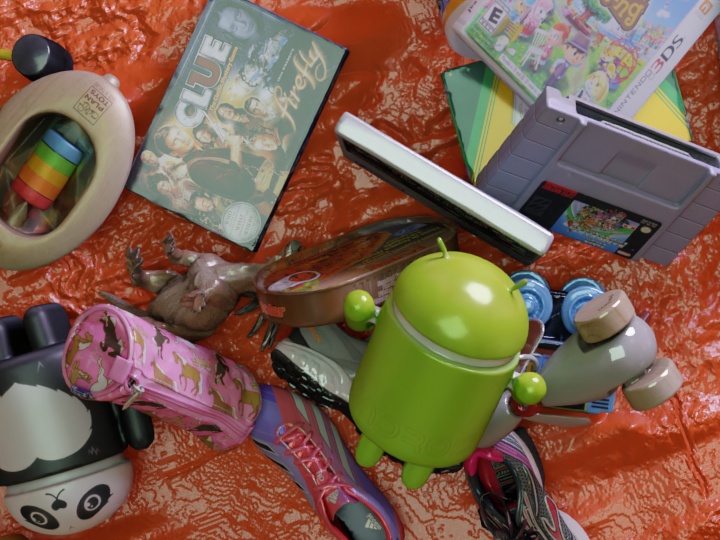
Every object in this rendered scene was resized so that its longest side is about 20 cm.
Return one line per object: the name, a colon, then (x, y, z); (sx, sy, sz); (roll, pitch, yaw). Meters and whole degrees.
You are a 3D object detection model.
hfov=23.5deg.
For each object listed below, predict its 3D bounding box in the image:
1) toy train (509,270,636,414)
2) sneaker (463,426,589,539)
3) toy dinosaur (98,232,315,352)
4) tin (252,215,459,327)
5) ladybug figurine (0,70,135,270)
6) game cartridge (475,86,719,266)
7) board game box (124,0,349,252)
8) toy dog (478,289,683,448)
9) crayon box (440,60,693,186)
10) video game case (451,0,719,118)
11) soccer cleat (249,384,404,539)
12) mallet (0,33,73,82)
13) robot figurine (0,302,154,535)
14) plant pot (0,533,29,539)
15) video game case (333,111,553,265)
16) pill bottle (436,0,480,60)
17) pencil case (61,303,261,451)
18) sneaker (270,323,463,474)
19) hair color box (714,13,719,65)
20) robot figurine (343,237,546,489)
toy train: (0.142, 0.060, 1.523); (0.197, 0.087, 0.116); (7, 97, 4)
sneaker: (0.144, 0.230, 1.522); (0.080, 0.075, 0.201); (-30, 92, 20)
toy dinosaur: (-0.141, 0.032, 1.544); (0.198, 0.135, 0.087); (-19, 61, 32)
tin: (0.000, 0.000, 1.489); (0.199, 0.111, 0.042); (-22, 107, -33)
ladybug figurine: (-0.276, -0.091, 1.552); (0.135, 0.072, 0.200); (40, 96, 1)
game cartridge: (0.211, -0.074, 1.472); (0.198, 0.039, 0.130); (18, 133, -19)
board game box: (-0.112, -0.136, 1.560); (0.134, 0.035, 0.202); (25, 93, 3)
toy dog: (0.176, 0.079, 1.451); (0.198, 0.096, 0.133); (-6, 108, 25)
crayon box: (0.181, -0.142, 1.527); (0.198, 0.058, 0.120); (-16, 89, 4)
video game case: (0.192, -0.211, 1.425); (0.183, 0.022, 0.200); (-50, 127, 2)
soccer cleat: (-0.033, 0.181, 1.540); (0.067, 0.076, 0.200); (-40, 89, 4)
mallet: (-0.360, -0.203, 1.561); (0.197, 0.066, 0.042); (11, 88, 4)
robot figurine: (-0.274, 0.133, 1.530); (0.149, 0.124, 0.202); (-16, 90, 47)
plant pot: (-0.304, 0.342, 1.516); (0.199, 0.200, 0.184); (-37, 73, 4)
video game case: (0.070, -0.066, 1.475); (0.199, 0.182, 0.024); (31, 89, 3)
pill bottle: (0.106, -0.293, 1.485); (0.111, 0.112, 0.202); (-14, 67, 4)
pencil case: (-0.166, 0.094, 1.477); (0.082, 0.200, 0.088); (-13, 66, 28)
sneaker: (0.018, 0.109, 1.539); (0.200, 0.074, 0.080); (39, 69, -3)
hair color box: (0.349, -0.179, 1.494); (0.060, 0.100, 0.203); (-6, 91, 1)
robot figurine: (0.061, 0.073, 1.374); (0.174, 0.116, 0.202); (25, 118, 5)
